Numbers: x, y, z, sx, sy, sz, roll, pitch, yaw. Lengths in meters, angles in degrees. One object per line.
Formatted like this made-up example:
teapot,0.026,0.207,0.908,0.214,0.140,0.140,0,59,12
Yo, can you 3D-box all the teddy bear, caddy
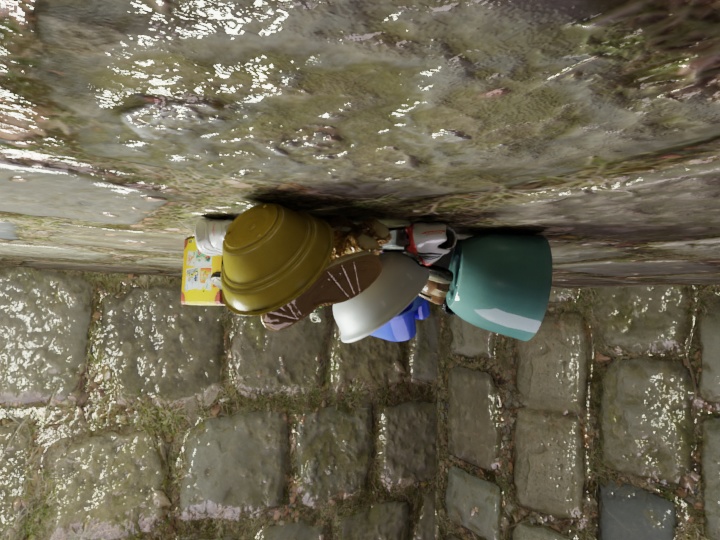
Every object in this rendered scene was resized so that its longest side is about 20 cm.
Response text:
teddy bear,-0.043,-0.045,0.936,0.195,0.068,0.146,-5,-149,10
caddy,0.060,0.065,1.243,0.197,0.107,0.142,10,-135,37

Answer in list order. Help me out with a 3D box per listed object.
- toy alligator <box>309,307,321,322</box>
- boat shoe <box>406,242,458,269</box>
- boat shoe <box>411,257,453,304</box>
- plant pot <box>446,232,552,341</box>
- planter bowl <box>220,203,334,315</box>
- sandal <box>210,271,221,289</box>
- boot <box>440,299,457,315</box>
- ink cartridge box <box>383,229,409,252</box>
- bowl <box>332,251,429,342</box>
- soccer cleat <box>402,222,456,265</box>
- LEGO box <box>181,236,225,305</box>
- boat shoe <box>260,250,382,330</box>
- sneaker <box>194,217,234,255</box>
toy alligator,-0.072,0.030,1.109,0.058,0.055,0.202,16,144,-2
boat shoe,0.183,-0.025,1.264,0.195,0.077,0.073,1,176,25
boat shoe,0.092,0.015,1.121,0.075,0.076,0.198,0,-165,-43
plant pot,0.254,0.021,1.090,0.157,0.206,0.201,9,175,-3
planter bowl,-0.143,-0.039,0.843,0.196,0.203,0.084,-2,137,33
sandal,-0.190,0.008,1.091,0.195,0.056,0.082,-2,160,-23
boot,0.162,0.040,1.309,0.206,0.160,0.080,-18,143,-1
ink cartridge box,0.039,-0.055,1.167,0.093,0.038,0.198,6,173,-41
bowl,0.020,0.027,1.002,0.199,0.091,0.201,-36,-169,8
soccer cleat,0.136,-0.050,1.022,0.083,0.071,0.199,-6,172,19
LEGO box,-0.318,0.000,1.252,0.076,0.153,0.198,6,174,-41
boat shoe,-0.065,0.015,0.854,0.196,0.075,0.070,-24,-140,-6
sneaker,-0.216,-0.052,1.061,0.097,0.080,0.199,-4,175,21
